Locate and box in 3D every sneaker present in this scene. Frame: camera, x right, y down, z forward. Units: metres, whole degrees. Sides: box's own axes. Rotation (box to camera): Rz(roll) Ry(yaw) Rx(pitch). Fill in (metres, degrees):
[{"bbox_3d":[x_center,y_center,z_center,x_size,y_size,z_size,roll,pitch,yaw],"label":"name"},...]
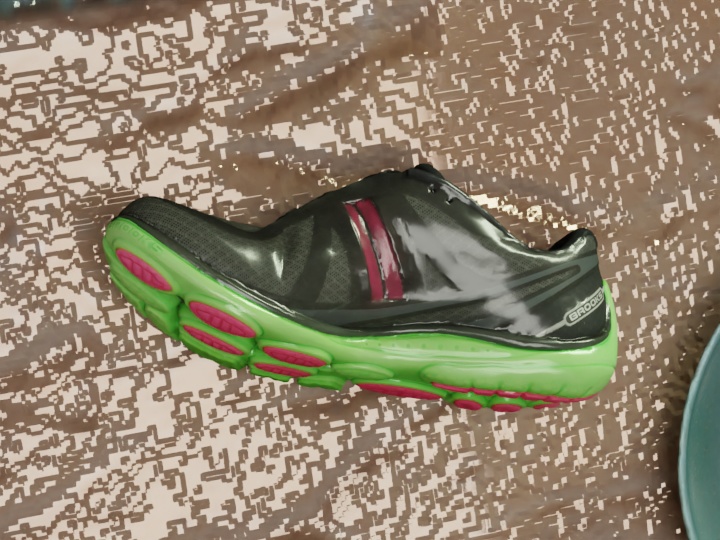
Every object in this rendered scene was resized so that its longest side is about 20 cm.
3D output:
[{"bbox_3d":[0.000,0.000,0.968,0.199,0.077,0.084,11,75,-20],"label":"sneaker"}]

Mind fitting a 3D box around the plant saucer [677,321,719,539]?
[{"bbox_3d":[0.220,0.071,1.035,0.199,0.036,0.201,0,95,-5],"label":"plant saucer"}]
